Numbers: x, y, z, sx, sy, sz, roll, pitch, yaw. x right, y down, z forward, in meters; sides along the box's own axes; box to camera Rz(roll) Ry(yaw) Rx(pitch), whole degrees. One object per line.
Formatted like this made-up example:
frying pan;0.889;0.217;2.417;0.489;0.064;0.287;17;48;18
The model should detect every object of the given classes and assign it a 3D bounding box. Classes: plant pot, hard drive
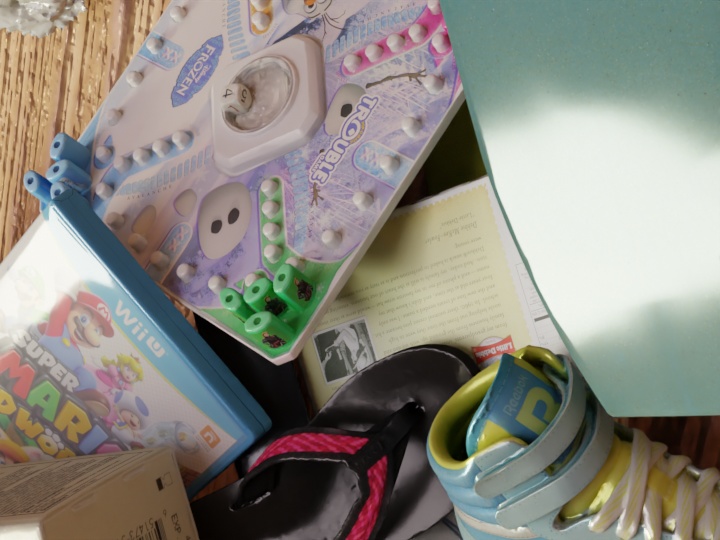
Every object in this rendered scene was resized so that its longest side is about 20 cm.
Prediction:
plant pot;0.134;-0.052;0.743;0.141;0.141;0.202;-6;97;47
hard drive;-0.052;0.055;0.978;0.135;0.042;0.202;116;138;-81

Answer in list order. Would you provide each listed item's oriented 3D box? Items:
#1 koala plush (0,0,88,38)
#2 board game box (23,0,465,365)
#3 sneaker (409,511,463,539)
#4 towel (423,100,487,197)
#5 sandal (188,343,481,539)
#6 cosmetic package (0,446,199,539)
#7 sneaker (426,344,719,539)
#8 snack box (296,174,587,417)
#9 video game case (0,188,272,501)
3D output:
koala plush;-0.196;-0.232;1.071;0.178;0.183;0.201;56;153;23
board game box;-0.048;-0.082;0.917;0.199;0.026;0.201;29;83;42
sneaker;0.086;0.174;0.873;0.199;0.087;0.075;37;159;19
towel;0.068;-0.035;0.904;0.086;0.018;0.202;-10;89;42
sandal;-0.023;0.105;0.880;0.199;0.045;0.075;-35;83;20
cosmetic package;-0.179;0.144;0.908;0.199;0.103;0.088;-9;101;34
sneaker;0.110;0.090;0.782;0.198;0.080;0.131;-1;135;34
snack box;0.055;0.021;0.879;0.199;0.037;0.117;-19;86;36
video game case;-0.140;0.068;0.956;0.143;0.018;0.200;49;134;2
